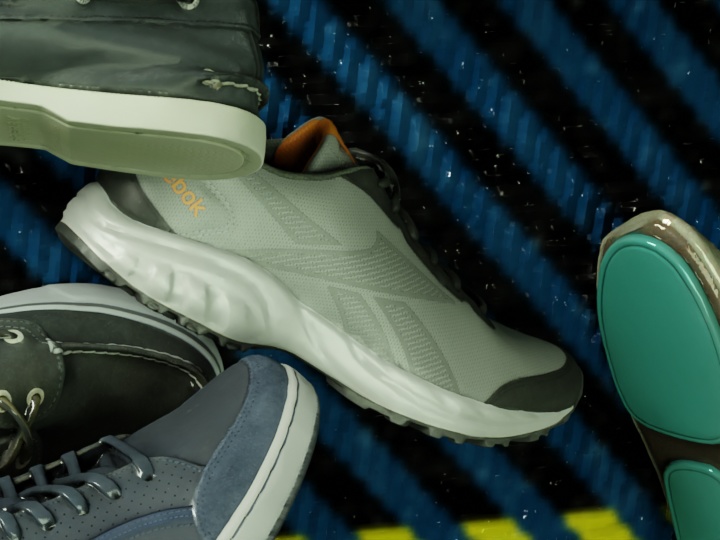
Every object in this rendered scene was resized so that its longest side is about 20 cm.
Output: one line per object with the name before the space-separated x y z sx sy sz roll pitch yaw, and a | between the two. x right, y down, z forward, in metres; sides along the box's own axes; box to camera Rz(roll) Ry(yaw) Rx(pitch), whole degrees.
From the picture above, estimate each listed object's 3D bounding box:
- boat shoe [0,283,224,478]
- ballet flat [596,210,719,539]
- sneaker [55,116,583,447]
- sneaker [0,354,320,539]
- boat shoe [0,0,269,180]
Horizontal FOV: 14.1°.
boat shoe | -0.134 0.045 0.936 0.200 0.057 0.069 0 112 -23
ballet flat | 0.133 0.050 1.061 0.062 0.067 0.200 -42 130 -35
sneaker | 0.000 0.000 0.967 0.200 0.074 0.079 26 95 -30
sneaker | -0.117 0.068 0.877 0.202 0.077 0.146 -46 111 -14
boat shoe | -0.123 -0.078 0.881 0.199 0.075 0.066 9 75 -4
